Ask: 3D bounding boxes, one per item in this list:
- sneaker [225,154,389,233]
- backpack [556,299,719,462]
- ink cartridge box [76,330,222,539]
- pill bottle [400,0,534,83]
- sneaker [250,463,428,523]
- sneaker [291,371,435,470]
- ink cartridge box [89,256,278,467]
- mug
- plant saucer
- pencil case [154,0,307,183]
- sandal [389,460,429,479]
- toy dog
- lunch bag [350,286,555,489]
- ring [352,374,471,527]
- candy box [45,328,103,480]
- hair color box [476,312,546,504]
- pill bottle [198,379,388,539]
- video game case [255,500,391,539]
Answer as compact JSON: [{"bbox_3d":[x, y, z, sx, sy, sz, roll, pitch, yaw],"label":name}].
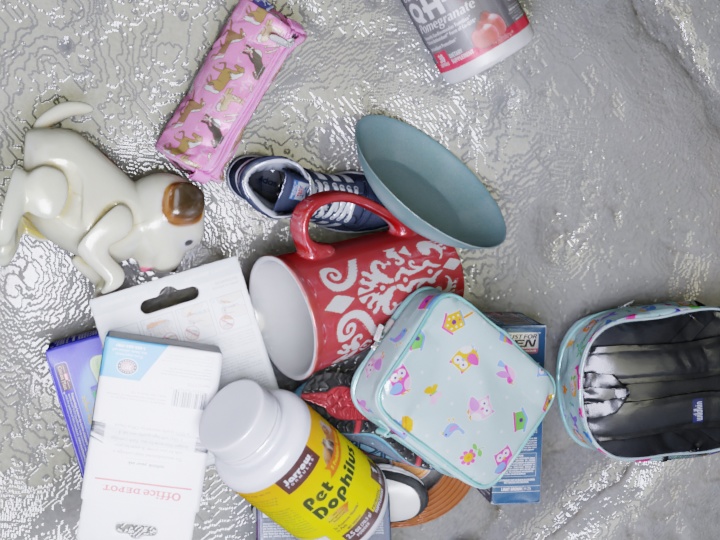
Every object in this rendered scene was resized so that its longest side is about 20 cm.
[{"bbox_3d":[-0.042,-0.079,1.342,0.200,0.108,0.070,11,94,-11],"label":"sneaker"},{"bbox_3d":[0.319,0.124,1.419,0.200,0.151,0.178,-8,96,-18],"label":"backpack"},{"bbox_3d":[-0.208,0.168,1.236,0.116,0.068,0.200,9,91,-10],"label":"ink cartridge box"},{"bbox_3d":[0.093,-0.311,1.342,0.111,0.111,0.200,-32,102,-6],"label":"pill bottle"},{"bbox_3d":[-0.025,0.260,1.379,0.200,0.080,0.074,-3,108,4],"label":"sneaker"},{"bbox_3d":[0.010,0.160,1.350,0.200,0.095,0.079,25,68,-22],"label":"sneaker"},{"bbox_3d":[-0.175,0.102,1.297,0.160,0.047,0.200,-17,94,-9],"label":"ink cartridge box"},{"bbox_3d":[0.005,0.010,1.317,0.200,0.133,0.178,-16,142,-30],"label":"mug"},{"bbox_3d":[0.066,-0.084,1.337,0.201,0.201,0.039,34,118,-13],"label":"plant saucer"},{"bbox_3d":[-0.137,-0.187,1.321,0.083,0.087,0.200,31,90,-7],"label":"pencil case"},{"bbox_3d":[0.076,0.141,1.418,0.079,0.059,0.207,3,96,-12],"label":"sandal"},{"bbox_3d":[-0.260,-0.063,1.302,0.200,0.140,0.194,15,66,-13],"label":"toy dog"},{"bbox_3d":[0.090,0.122,1.287,0.200,0.077,0.160,40,81,-26],"label":"lunch bag"},{"bbox_3d":[0.035,0.203,1.404,0.200,0.019,0.201,1,110,4],"label":"ring"},{"bbox_3d":[-0.216,0.132,1.350,0.200,0.077,0.169,-15,98,-8],"label":"candy box"},{"bbox_3d":[0.164,0.153,1.417,0.060,0.100,0.200,0,96,-10],"label":"hair color box"},{"bbox_3d":[-0.066,0.190,1.230,0.109,0.109,0.200,-47,127,-3],"label":"pill bottle"},{"bbox_3d":[-0.036,0.334,1.310,0.143,0.019,0.200,1,75,-12],"label":"video game case"}]
